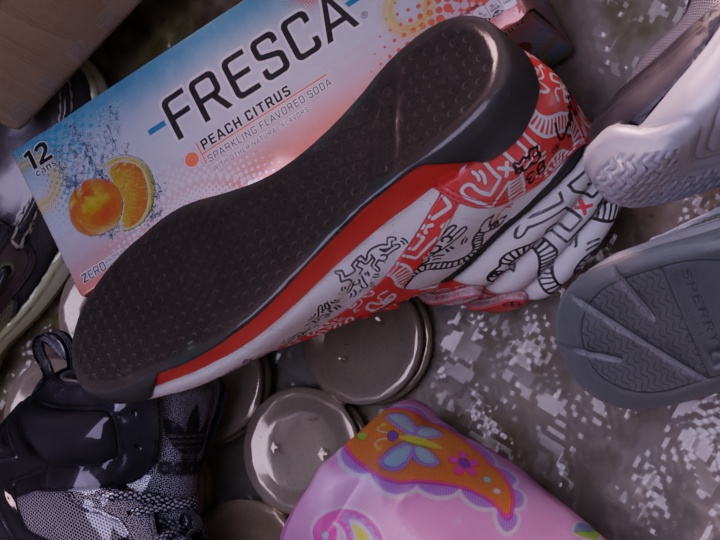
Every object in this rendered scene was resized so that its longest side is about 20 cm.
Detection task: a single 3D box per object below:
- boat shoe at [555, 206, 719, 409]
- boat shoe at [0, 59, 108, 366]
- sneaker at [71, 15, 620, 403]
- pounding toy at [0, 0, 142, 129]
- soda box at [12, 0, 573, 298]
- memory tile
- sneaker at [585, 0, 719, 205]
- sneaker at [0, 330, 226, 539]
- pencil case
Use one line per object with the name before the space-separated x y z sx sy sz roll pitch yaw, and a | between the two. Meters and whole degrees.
boat shoe | 0.166 -0.004 0.826 0.202 0.065 0.074 -18 101 23
boat shoe | -0.167 0.000 0.974 0.072 0.066 0.201 35 101 28
sneaker | 0.001 0.000 0.870 0.201 0.108 0.067 -37 49 17
pounding toy | -0.166 -0.171 0.888 0.142 0.200 0.184 -46 57 8
soda box | -0.026 -0.062 0.904 0.200 0.064 0.068 -31 72 13
memory tile | -0.069 0.065 0.956 0.153 0.017 0.200 33 100 22
sneaker | 0.134 -0.118 0.827 0.200 0.075 0.114 -42 68 3
sneaker | -0.070 0.102 0.903 0.200 0.075 0.114 31 103 25
pencil case | 0.066 0.130 0.856 0.200 0.087 0.087 36 102 21
